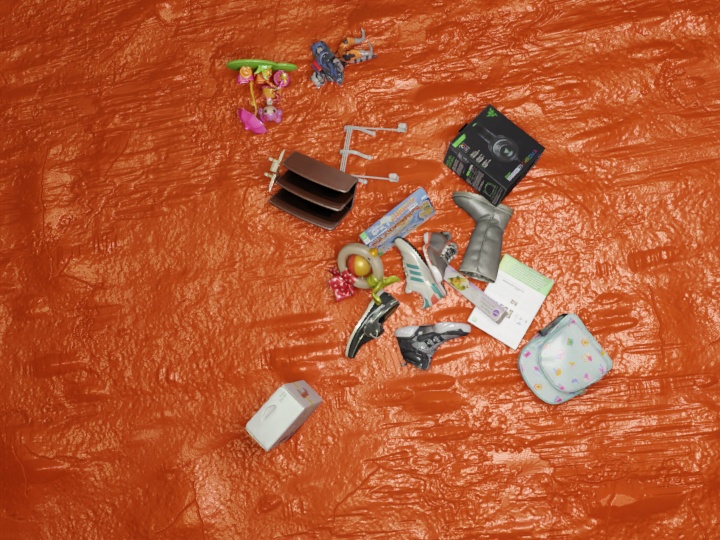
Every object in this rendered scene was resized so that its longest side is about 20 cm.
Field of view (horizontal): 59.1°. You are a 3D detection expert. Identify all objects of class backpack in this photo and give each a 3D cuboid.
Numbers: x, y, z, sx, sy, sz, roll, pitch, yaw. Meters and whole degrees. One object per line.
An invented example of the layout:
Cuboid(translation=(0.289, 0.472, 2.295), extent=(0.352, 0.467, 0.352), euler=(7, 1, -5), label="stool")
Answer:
Cuboid(translation=(0.480, 0.221, 1.527), extent=(0.199, 0.153, 0.177), euler=(-38, 84, 11), label="backpack")

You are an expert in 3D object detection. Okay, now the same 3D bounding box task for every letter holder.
Cuboid(translation=(-0.127, -0.208, 1.673), extent=(0.198, 0.143, 0.102), euler=(25, 132, 12), label="letter holder")

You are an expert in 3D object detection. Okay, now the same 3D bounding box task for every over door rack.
Cuboid(translation=(0.034, -0.310, 1.700), extent=(0.197, 0.066, 0.151), euler=(7, 85, 32), label="over door rack")

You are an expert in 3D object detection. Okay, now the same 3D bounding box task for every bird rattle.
Cuboid(translation=(0.000, 0.000, 1.625), extent=(0.198, 0.112, 0.165), euler=(15, 129, 36), label="bird rattle")

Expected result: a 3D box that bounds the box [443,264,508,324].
Cuboid(translation=(0.283, 0.058, 1.607), extent=(0.200, 0.041, 0.039), euler=(41, 95, 28), label="box")

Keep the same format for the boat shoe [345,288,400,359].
Cuboid(translation=(0.028, 0.149, 1.656), extent=(0.067, 0.072, 0.201), euler=(33, 88, 16), label="boat shoe")

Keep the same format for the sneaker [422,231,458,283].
Cuboid(translation=(0.203, -0.047, 1.588), extent=(0.081, 0.201, 0.078), euler=(-16, 122, 13), label="sneaker")

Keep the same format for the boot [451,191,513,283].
Cuboid(translation=(0.290, -0.087, 1.627), extent=(0.179, 0.073, 0.203), euler=(20, 85, 13), label="boot")

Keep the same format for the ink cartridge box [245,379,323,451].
Cuboid(translation=(-0.189, 0.363, 1.607), extent=(0.083, 0.200, 0.146), euler=(42, 92, 12), label="ink cartridge box")

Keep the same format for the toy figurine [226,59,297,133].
Cuboid(translation=(-0.271, -0.478, 1.773), extent=(0.196, 0.150, 0.188), euler=(-3, 97, -14), label="toy figurine")

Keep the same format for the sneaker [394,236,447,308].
Cuboid(translation=(0.135, 0.009, 1.644), extent=(0.093, 0.070, 0.201), euler=(-39, 90, 8), label="sneaker")

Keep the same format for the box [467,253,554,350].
Cuboid(translation=(0.382, 0.080, 1.617), extent=(0.143, 0.036, 0.202), euler=(31, 91, 12), label="box")

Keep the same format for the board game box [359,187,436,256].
Cuboid(translation=(0.098, -0.120, 1.639), extent=(0.199, 0.135, 0.035), euler=(-38, 70, 5), label="board game box")

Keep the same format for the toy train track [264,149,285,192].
Cuboid(translation=(-0.233, -0.263, 1.685), extent=(0.032, 0.200, 0.116), euler=(20, 88, -6), label="toy train track")

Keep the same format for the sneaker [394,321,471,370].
Cuboid(translation=(0.188, 0.194, 1.622), extent=(0.197, 0.075, 0.116), euler=(-7, 83, 16), label="sneaker")

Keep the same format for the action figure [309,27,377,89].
Cuboid(translation=(-0.049, -0.558, 1.736), extent=(0.192, 0.105, 0.202), euler=(-29, 55, 11), label="action figure")

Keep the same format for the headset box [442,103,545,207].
Cuboid(translation=(0.331, -0.297, 1.611), extent=(0.200, 0.093, 0.174), euler=(42, 69, 12), label="headset box")
